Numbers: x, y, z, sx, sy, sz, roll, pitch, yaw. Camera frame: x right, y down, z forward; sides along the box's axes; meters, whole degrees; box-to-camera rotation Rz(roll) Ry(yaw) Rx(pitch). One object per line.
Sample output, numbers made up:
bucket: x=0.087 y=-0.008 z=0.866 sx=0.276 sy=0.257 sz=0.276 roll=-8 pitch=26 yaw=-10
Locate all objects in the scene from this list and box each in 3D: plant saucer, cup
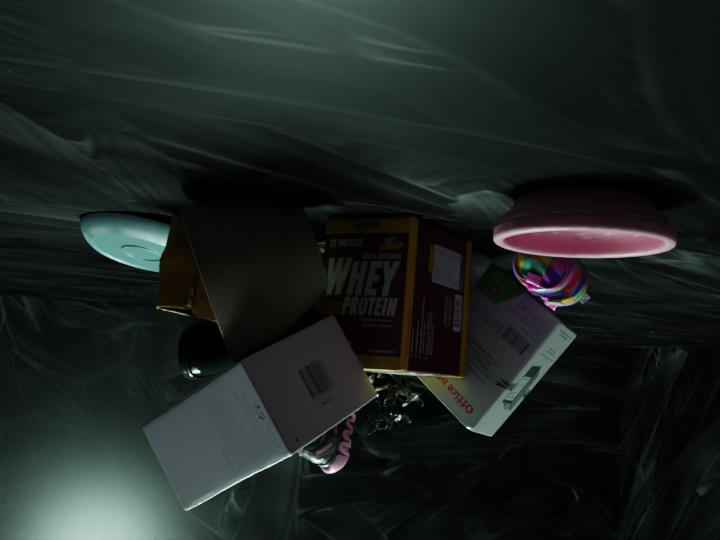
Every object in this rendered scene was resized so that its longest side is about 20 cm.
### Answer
plant saucer: x=-0.325 y=-0.035 z=1.359 sx=0.196 sy=0.028 sz=0.201 roll=9 pitch=161 yaw=3
plant saucer: x=0.247 y=-0.052 z=1.003 sx=0.196 sy=0.052 sz=0.201 roll=3 pitch=174 yaw=0
cup: x=-0.121 y=-0.007 z=1.112 sx=0.141 sy=0.203 sz=0.200 roll=-20 pitch=175 yaw=-6

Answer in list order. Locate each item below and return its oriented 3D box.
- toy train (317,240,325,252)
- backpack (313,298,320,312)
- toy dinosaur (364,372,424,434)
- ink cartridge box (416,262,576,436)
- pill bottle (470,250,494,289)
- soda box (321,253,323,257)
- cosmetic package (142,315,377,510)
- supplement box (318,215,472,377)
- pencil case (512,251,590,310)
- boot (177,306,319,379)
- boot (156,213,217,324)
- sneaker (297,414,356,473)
toy train: x=-0.119 y=0.007 z=1.329 sx=0.196 sy=0.118 sz=0.085 roll=0 pitch=157 yaw=7
backpack: x=-0.134 y=0.096 z=1.474 sx=0.198 sy=0.135 sz=0.183 roll=31 pitch=154 yaw=10
toy dinosaur: x=0.037 y=0.162 z=1.399 sx=0.196 sy=0.137 sz=0.103 roll=-10 pitch=142 yaw=-10
ink cartridge box: x=0.192 y=0.117 z=1.323 sx=0.146 sy=0.201 sz=0.084 roll=45 pitch=-171 yaw=34
pill bottle: x=0.142 y=0.038 z=1.492 sx=0.117 sy=0.122 sz=0.200 roll=6 pitch=173 yaw=-17
soda box: x=-0.148 y=-0.010 z=1.484 sx=0.198 sy=0.065 sz=0.070 roll=-4 pitch=170 yaw=43
cosmetic package: x=-0.123 y=0.172 z=1.118 sx=0.199 sy=0.124 sz=0.199 roll=-34 pitch=174 yaw=32
supplement box: x=0.051 y=0.042 z=1.249 sx=0.131 sy=0.201 sz=0.199 roll=0 pitch=172 yaw=31
pencil case: x=0.273 y=0.004 z=1.283 sx=0.087 sy=0.090 sz=0.200 roll=1 pitch=170 yaw=23
boot: x=-0.141 y=0.099 z=1.275 sx=0.165 sy=0.078 sz=0.200 roll=-8 pitch=180 yaw=23
boot: x=-0.179 y=0.003 z=1.257 sx=0.197 sy=0.147 sz=0.071 roll=4 pitch=167 yaw=-6
sneaker: x=-0.052 y=0.210 z=1.426 sx=0.094 sy=0.203 sz=0.079 roll=25 pitch=155 yaw=-28
